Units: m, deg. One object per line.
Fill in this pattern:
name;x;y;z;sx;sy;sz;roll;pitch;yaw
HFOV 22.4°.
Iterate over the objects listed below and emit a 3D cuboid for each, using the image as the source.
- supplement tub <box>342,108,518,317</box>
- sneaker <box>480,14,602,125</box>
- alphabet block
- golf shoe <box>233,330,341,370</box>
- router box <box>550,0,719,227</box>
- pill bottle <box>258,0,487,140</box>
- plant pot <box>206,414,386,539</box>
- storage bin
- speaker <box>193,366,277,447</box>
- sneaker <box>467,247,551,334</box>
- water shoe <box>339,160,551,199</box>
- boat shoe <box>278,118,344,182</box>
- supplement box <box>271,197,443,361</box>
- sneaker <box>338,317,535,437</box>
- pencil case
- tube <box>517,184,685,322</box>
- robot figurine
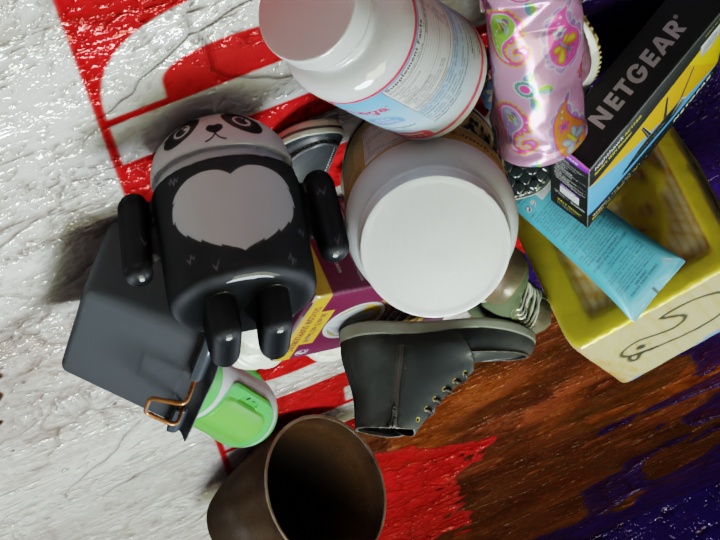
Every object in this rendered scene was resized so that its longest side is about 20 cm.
supplement tub;0.057;-0.056;1.522;0.144;0.145;0.200;-28;-159;10
sneaker;0.149;-0.170;1.572;0.090;0.075;0.200;-26;158;-9
alphabet block;0.287;-0.023;1.891;0.195;0.197;0.200;-32;157;14
golf shoe;-0.049;0.049;1.871;0.199;0.076;0.092;-12;152;-31
router box;0.249;-0.149;1.639;0.200;0.051;0.149;-50;163;-10
pill bottle;0.009;-0.171;1.373;0.108;0.109;0.200;-33;156;21
plant pot;-0.100;0.295;2.275;0.186;0.188;0.199;-4;166;-41
storage bin;-0.187;0.054;1.618;0.133;0.146;0.200;20;147;-5
speaker;-0.154;0.133;1.936;0.088;0.089;0.200;-27;158;8
sneaker;0.153;0.025;1.789;0.067;0.089;0.200;-62;-174;-10
water shoe;0.080;-0.087;1.686;0.198;0.072;0.079;-4;-166;0
boat shoe;-0.069;-0.063;1.605;0.074;0.063;0.200;-4;149;-38
supplement box;0.000;0.000;1.765;0.199;0.104;0.131;-12;154;-30
sneaker;0.077;0.106;1.748;0.198;0.107;0.075;-1;165;-17
pencil case;0.137;-0.178;1.454;0.087;0.088;0.201;-21;138;-8
tube;0.214;-0.042;1.769;0.078;0.200;0.050;-51;177;9
robot figurine;-0.103;-0.029;1.458;0.150;0.201;0.124;13;147;-44
